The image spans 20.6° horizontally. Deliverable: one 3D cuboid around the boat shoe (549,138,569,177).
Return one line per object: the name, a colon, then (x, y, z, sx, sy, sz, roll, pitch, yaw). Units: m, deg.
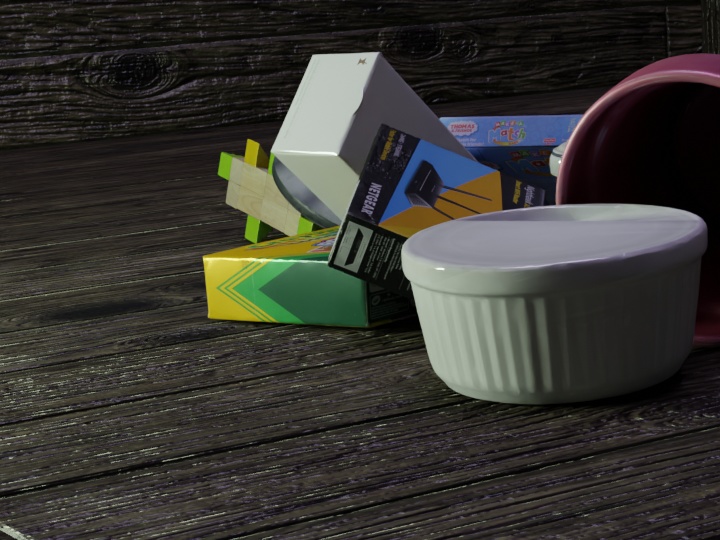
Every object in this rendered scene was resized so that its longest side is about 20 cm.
boat shoe: (0.227, -0.118, 1.573, 0.199, 0.071, 0.071, -15, 24, -35)

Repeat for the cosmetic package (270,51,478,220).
cosmetic package: (0.023, -0.094, 1.752, 0.084, 0.108, 0.200, 4, -29, 41)

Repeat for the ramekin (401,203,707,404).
ramekin: (0.129, 0.020, 1.287, 0.200, 0.095, 0.202, -6, 12, 1)

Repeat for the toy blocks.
toy blocks: (-0.045, -0.075, 2.077, 0.136, 0.101, 0.200, 1, 15, -34)

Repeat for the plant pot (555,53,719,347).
plant pot: (0.260, -0.067, 1.414, 0.198, 0.202, 0.179, 1, 19, 26)

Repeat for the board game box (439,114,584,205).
board game box: (0.176, -0.085, 1.862, 0.150, 0.037, 0.200, 1, -23, 28)

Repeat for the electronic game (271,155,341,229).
electronic game: (0.007, -0.079, 1.979, 0.198, 0.042, 0.201, 16, 30, -9)

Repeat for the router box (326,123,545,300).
router box: (0.063, -0.035, 1.529, 0.148, 0.051, 0.200, 22, 25, -2)

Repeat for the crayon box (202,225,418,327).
crayon box: (0.000, 0.000, 1.626, 0.171, 0.059, 0.199, 3, 11, 39)
